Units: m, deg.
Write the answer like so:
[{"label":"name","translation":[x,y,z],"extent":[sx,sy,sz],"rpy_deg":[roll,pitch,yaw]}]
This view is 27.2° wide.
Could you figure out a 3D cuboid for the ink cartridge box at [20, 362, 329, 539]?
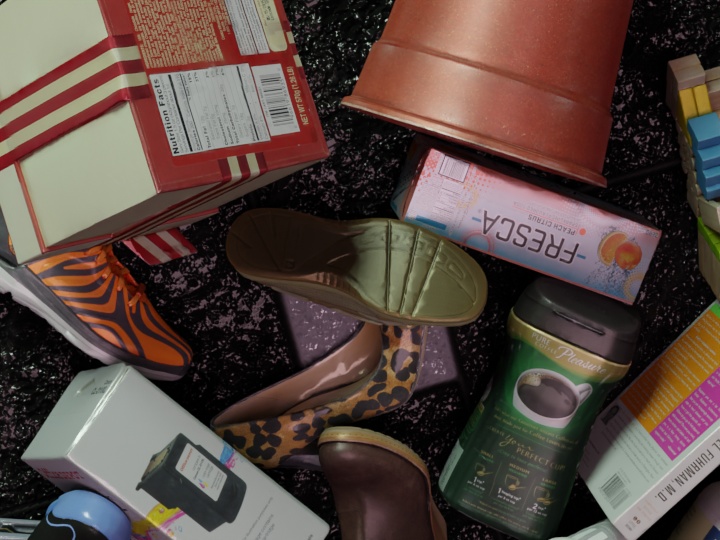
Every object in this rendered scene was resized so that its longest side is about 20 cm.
[{"label":"ink cartridge box","translation":[-0.143,0.167,1.124],"extent":[0.200,0.145,0.083],"rpy_deg":[41,69,-15]}]

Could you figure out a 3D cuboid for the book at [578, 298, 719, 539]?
[{"label":"book","translation":[0.259,0.111,1.175],"extent":[0.200,0.134,0.048],"rpy_deg":[-43,107,6]}]

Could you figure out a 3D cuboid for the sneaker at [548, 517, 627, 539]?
[{"label":"sneaker","translation":[0.187,0.270,1.228],"extent":[0.115,0.075,0.201],"rpy_deg":[-24,149,-29]}]

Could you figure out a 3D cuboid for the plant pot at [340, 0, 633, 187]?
[{"label":"plant pot","translation":[0.108,-0.181,1.053],"extent":[0.199,0.201,0.197],"rpy_deg":[17,95,-12]}]

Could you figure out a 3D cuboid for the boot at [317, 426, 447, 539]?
[{"label":"boot","translation":[0.014,0.230,1.138],"extent":[0.072,0.168,0.200],"rpy_deg":[-7,141,28]}]

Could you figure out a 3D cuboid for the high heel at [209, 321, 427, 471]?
[{"label":"high heel","translation":[-0.030,0.072,1.156],"extent":[0.141,0.072,0.202],"rpy_deg":[11,113,-17]}]

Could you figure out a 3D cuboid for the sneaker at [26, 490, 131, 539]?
[{"label":"sneaker","translation":[-0.232,0.237,1.093],"extent":[0.070,0.078,0.200],"rpy_deg":[32,133,-9]}]

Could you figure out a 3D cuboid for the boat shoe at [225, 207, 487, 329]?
[{"label":"boat shoe","translation":[-0.001,0.002,1.118],"extent":[0.198,0.063,0.074],"rpy_deg":[9,74,10]}]

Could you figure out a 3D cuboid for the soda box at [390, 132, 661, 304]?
[{"label":"soda box","translation":[0.126,-0.040,1.148],"extent":[0.198,0.068,0.064],"rpy_deg":[20,102,-11]}]

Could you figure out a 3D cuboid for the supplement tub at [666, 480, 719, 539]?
[{"label":"supplement tub","translation":[0.309,0.265,1.219],"extent":[0.144,0.145,0.201],"rpy_deg":[31,100,-14]}]

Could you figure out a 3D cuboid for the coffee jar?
[{"label":"coffee jar","translation":[0.143,0.105,1.180],"extent":[0.103,0.085,0.202],"rpy_deg":[24,103,5]}]

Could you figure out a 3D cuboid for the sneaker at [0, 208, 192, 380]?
[{"label":"sneaker","translation":[-0.192,-0.006,1.113],"extent":[0.199,0.078,0.112],"rpy_deg":[34,100,-15]}]

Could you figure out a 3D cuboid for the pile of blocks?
[{"label":"pile of blocks","translation":[0.290,-0.071,1.154],"extent":[0.062,0.082,0.202],"rpy_deg":[-16,107,-2]}]

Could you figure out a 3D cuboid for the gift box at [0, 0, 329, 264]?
[{"label":"gift box","translation":[-0.144,-0.107,1.010],"extent":[0.199,0.186,0.187],"rpy_deg":[-9,83,-47]}]

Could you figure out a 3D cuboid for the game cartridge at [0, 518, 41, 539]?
[{"label":"game cartridge","translation":[-0.274,0.268,1.202],"extent":[0.198,0.041,0.135],"rpy_deg":[6,101,-9]}]
